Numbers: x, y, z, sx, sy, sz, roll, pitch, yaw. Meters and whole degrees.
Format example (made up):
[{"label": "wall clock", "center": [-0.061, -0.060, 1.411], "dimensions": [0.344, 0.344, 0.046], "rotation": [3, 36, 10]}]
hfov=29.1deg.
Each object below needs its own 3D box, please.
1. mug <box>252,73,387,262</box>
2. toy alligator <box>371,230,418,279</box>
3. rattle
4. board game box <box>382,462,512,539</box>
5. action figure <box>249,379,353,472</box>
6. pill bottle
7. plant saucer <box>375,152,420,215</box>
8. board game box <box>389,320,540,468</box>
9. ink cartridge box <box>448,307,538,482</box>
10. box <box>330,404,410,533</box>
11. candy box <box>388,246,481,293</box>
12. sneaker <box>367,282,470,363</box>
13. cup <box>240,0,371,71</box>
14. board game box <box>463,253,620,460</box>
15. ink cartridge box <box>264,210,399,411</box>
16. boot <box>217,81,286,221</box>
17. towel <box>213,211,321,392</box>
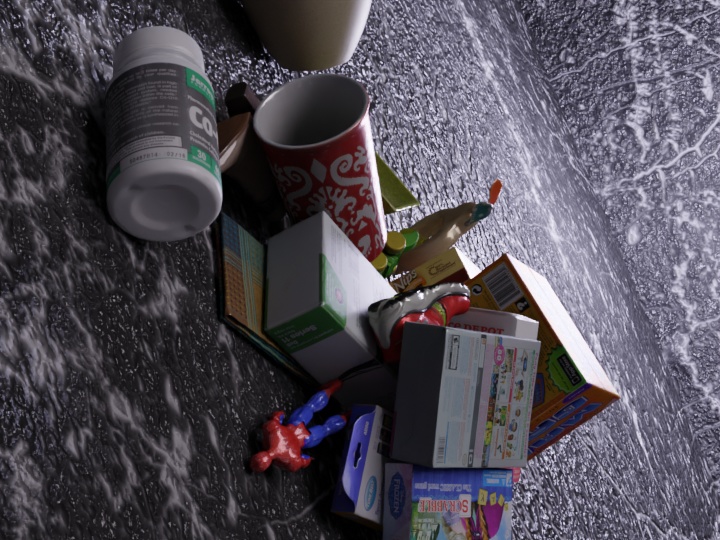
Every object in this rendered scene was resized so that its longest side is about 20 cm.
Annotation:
[{"label": "mug", "center": [-0.030, -0.120, 1.612], "dimensions": [0.179, 0.132, 0.202], "rotation": [-65, 151, -41]}, {"label": "toy alligator", "center": [0.000, 0.000, 1.729], "dimensions": [0.054, 0.060, 0.200], "rotation": [36, 55, 13]}, {"label": "rattle", "center": [0.143, -0.024, 1.954], "dimensions": [0.144, 0.198, 0.130], "rotation": [63, 21, -2]}, {"label": "board game box", "center": [0.097, 0.316, 1.527], "dimensions": [0.199, 0.041, 0.203], "rotation": [11, 79, -50]}, {"label": "action figure", "center": [-0.064, 0.170, 1.449], "dimensions": [0.066, 0.051, 0.200], "rotation": [60, 24, 2]}, {"label": "pill bottle", "center": [-0.198, -0.139, 1.377], "dimensions": [0.113, 0.112, 0.202], "rotation": [41, 31, -46]}, {"label": "plant saucer", "center": [-0.016, -0.143, 1.845], "dimensions": [0.200, 0.048, 0.200], "rotation": [49, 12, 4]}, {"label": "board game box", "center": [0.119, 0.141, 1.537], "dimensions": [0.199, 0.064, 0.150], "rotation": [11, 85, -52]}, {"label": "ink cartridge box", "center": [0.130, 0.148, 1.694], "dimensions": [0.082, 0.145, 0.203], "rotation": [13, 85, -60]}, {"label": "box", "center": [0.038, 0.227, 1.525], "dimensions": [0.199, 0.041, 0.121], "rotation": [31, 64, -43]}, {"label": "candy box", "center": [0.118, 0.040, 1.902], "dimensions": [0.056, 0.114, 0.200], "rotation": [66, 12, 22]}, {"label": "sneaker", "center": [0.068, 0.064, 1.580], "dimensions": [0.199, 0.076, 0.086], "rotation": [-15, 92, -59]}, {"label": "cup", "center": [-0.070, -0.352, 1.870], "dimensions": [0.201, 0.197, 0.145], "rotation": [-66, 153, -64]}, {"label": "board game box", "center": [0.191, 0.131, 1.834], "dimensions": [0.201, 0.199, 0.200], "rotation": [59, 14, 21]}, {"label": "ink cartridge box", "center": [-0.019, 0.056, 1.573], "dimensions": [0.200, 0.082, 0.148], "rotation": [47, 28, -37]}, {"label": "boot", "center": [-0.128, -0.118, 1.604], "dimensions": [0.201, 0.069, 0.147], "rotation": [-70, 143, -48]}, {"label": "towel", "center": [-0.099, 0.040, 1.552], "dimensions": [0.200, 0.022, 0.148], "rotation": [41, 31, -45]}]
